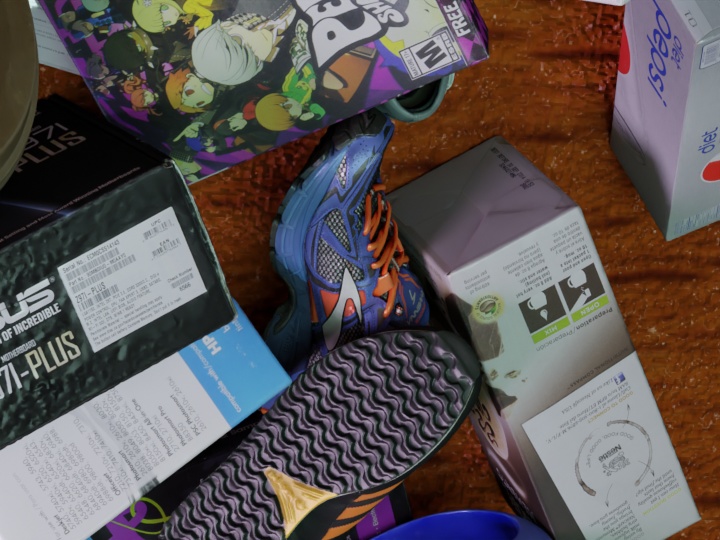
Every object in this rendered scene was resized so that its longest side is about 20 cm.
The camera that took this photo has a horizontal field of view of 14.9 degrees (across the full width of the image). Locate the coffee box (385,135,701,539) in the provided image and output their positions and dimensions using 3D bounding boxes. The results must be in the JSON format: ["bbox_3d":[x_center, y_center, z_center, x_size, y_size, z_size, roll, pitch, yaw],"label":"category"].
[{"bbox_3d":[0.092,0.047,1.425,0.079,0.113,0.201,-28,117,-7],"label":"coffee box"}]

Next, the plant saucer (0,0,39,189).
[{"bbox_3d":[-0.214,-0.112,1.183,0.200,0.201,0.029,37,137,-28],"label":"plant saucer"}]

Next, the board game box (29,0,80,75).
[{"bbox_3d":[-0.135,-0.160,1.304,0.199,0.035,0.127,16,105,-24],"label":"board game box"}]

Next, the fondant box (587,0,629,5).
[{"bbox_3d":[0.138,-0.199,1.294,0.199,0.144,0.059,-32,118,-27],"label":"fondant box"}]

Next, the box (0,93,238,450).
[{"bbox_3d":[-0.183,0.012,1.266,0.199,0.164,0.087,-29,114,-16],"label":"box"}]

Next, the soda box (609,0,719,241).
[{"bbox_3d":[0.169,-0.097,1.362,0.063,0.069,0.200,-23,155,-9],"label":"soda box"}]

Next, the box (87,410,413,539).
[{"bbox_3d":[-0.068,0.153,1.454,0.199,0.036,0.144,-20,115,-13],"label":"box"}]

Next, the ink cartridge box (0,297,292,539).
[{"bbox_3d":[-0.140,0.091,1.328,0.200,0.116,0.068,-37,92,-17],"label":"ink cartridge box"}]

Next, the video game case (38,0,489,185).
[{"bbox_3d":[-0.061,-0.150,1.265,0.180,0.036,0.201,-21,118,12],"label":"video game case"}]

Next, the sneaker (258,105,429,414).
[{"bbox_3d":[0.000,0.000,1.363,0.078,0.076,0.201,18,136,10],"label":"sneaker"}]

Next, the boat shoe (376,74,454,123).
[{"bbox_3d":[0.029,-0.169,1.344,0.072,0.062,0.201,1,109,-16],"label":"boat shoe"}]

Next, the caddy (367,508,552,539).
[{"bbox_3d":[0.015,0.197,1.398,0.199,0.142,0.105,-24,120,-4],"label":"caddy"}]

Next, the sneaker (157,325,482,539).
[{"bbox_3d":[-0.013,0.093,1.369,0.200,0.090,0.070,-42,79,19],"label":"sneaker"}]
